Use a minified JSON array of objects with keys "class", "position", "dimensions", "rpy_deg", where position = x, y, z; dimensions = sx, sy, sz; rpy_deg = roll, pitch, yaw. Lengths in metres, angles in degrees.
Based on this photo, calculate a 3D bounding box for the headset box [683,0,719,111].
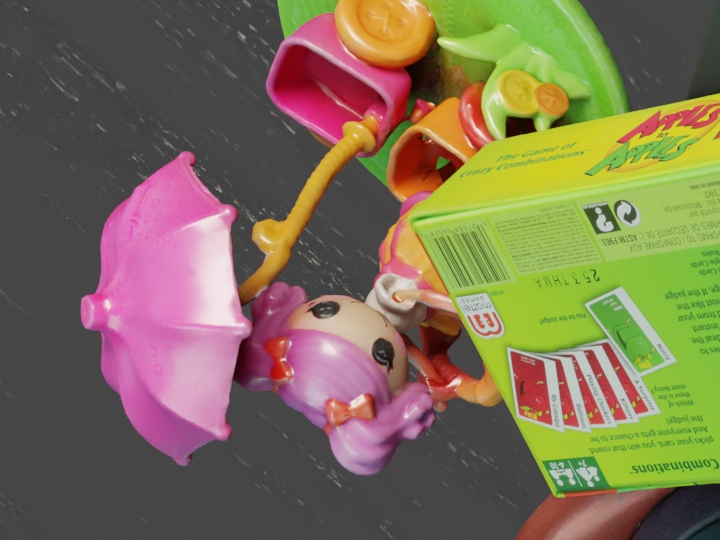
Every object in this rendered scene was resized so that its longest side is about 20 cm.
[{"class":"headset box","position":[0.164,0.002,0.801],"dimensions":[0.149,0.077,0.200],"rpy_deg":[31,140,20]}]

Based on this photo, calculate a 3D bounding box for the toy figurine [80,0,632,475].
[{"class":"toy figurine","position":[0.000,0.000,0.894],"dimensions":[0.200,0.184,0.150],"rpy_deg":[39,147,8]}]

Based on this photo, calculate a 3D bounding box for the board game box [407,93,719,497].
[{"class":"board game box","position":[0.115,0.003,0.748],"dimensions":[0.200,0.048,0.102],"rpy_deg":[-9,116,47]}]

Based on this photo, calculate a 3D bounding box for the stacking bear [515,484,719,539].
[{"class":"stacking bear","position":[0.146,0.146,0.874],"dimensions":[0.121,0.200,0.114],"rpy_deg":[17,126,-33]}]
